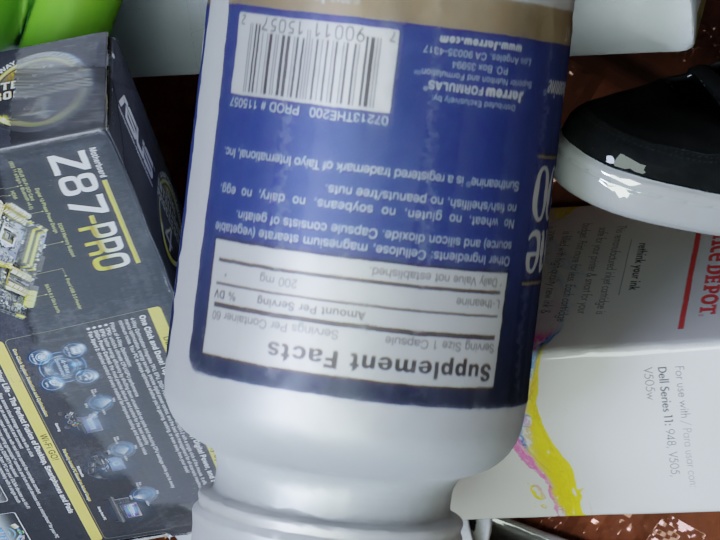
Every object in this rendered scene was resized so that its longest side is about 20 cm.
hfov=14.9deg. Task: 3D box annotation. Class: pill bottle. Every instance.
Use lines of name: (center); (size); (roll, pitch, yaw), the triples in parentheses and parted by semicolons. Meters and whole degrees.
pill bottle: (0.000, 0.000, 0.832); (0.111, 0.111, 0.200); (8, 94, 9)

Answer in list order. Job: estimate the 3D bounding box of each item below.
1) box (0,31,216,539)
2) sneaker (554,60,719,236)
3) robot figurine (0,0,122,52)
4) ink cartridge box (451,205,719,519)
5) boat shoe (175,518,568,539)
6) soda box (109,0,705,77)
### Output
box: (-0.129, 0.021, 0.886); (0.161, 0.049, 0.200); (-9, 138, 9)
sneaker: (0.156, -0.074, 0.871); (0.200, 0.073, 0.112); (-1, 116, -26)
robot figurine: (-0.162, -0.091, 0.893); (0.175, 0.116, 0.200); (13, 131, 27)
ink cartridge box: (0.082, 0.029, 0.937); (0.200, 0.117, 0.067); (-3, 116, 14)
boat shoe: (0.029, 0.106, 1.015); (0.200, 0.072, 0.066); (25, 114, -1)
soda box: (0.014, -0.108, 0.914); (0.200, 0.068, 0.064); (-2, 115, 13)
